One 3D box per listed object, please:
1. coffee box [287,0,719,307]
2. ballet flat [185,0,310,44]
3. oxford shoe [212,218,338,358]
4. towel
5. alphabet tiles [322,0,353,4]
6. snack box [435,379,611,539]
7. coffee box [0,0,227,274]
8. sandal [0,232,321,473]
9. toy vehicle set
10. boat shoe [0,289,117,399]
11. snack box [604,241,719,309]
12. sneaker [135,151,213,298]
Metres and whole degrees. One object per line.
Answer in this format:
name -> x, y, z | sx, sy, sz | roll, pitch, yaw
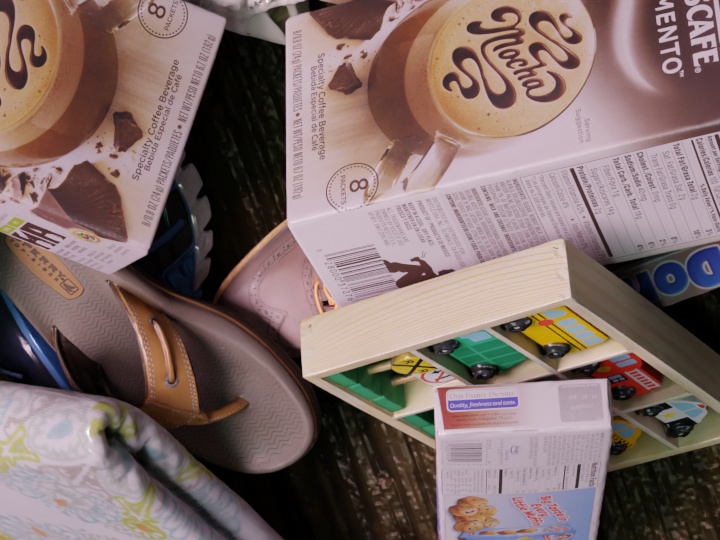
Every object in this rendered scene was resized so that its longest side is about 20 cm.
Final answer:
coffee box -> 0.075, -0.064, 0.977 | 0.199, 0.114, 0.080 | -13, 143, 15
ballet flat -> -0.021, -0.134, 1.056 | 0.199, 0.072, 0.072 | -10, 106, 25
oxford shoe -> 0.000, 0.000, 1.093 | 0.199, 0.073, 0.072 | -25, 98, 32
towel -> -0.135, 0.109, 1.146 | 0.170, 0.048, 0.200 | 2, 150, 35
alphabet tiles -> -0.033, -0.181, 0.963 | 0.198, 0.008, 0.168 | 11, 135, -7
snack box -> 0.070, 0.099, 1.045 | 0.071, 0.024, 0.200 | -4, 154, 1
coffee box -> -0.174, -0.089, 1.023 | 0.199, 0.080, 0.114 | 21, 77, -15
sandal -> -0.107, 0.034, 1.097 | 0.200, 0.055, 0.082 | 43, 123, -18
toy vehicle set -> 0.078, 0.047, 1.020 | 0.124, 0.200, 0.027 | -18, 63, 26
boat shoe -> -0.190, 0.001, 1.185 | 0.069, 0.084, 0.201 | -41, 74, 27
snack box -> 0.127, -0.002, 1.038 | 0.199, 0.072, 0.024 | -21, 101, 29
sneaker -> -0.140, -0.061, 1.146 | 0.086, 0.075, 0.201 | 6, 125, 57
